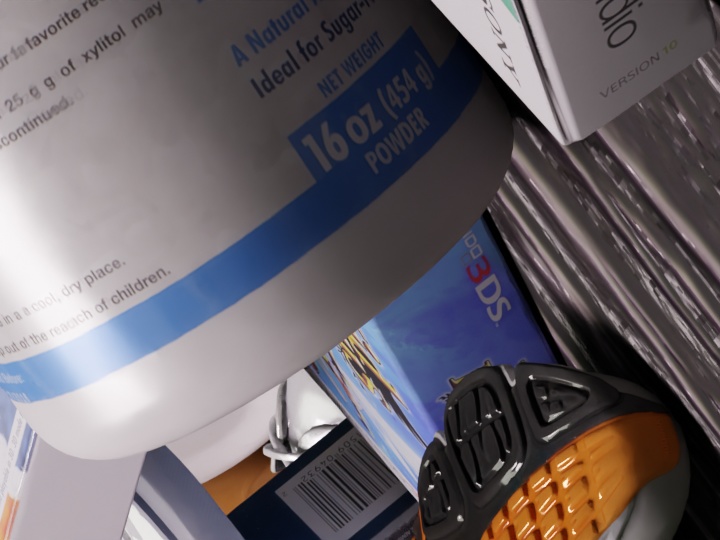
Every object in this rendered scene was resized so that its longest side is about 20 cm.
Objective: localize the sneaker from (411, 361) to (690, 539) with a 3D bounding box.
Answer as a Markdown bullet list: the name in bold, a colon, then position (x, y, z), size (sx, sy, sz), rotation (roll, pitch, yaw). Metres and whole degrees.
- **sneaker**: position (0.059, 0.082, 0.807), size (0.200, 0.091, 0.076), rotation (122, 146, -59)

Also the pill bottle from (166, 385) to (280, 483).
- **pill bottle**: position (-0.107, -0.019, 1.158), size (0.114, 0.114, 0.201), rotation (68, 179, -64)

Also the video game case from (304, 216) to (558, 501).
- **video game case**: position (0.000, 0.000, 0.898), size (0.181, 0.045, 0.200), rotation (46, 169, 46)

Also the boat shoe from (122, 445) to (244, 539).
- **boat shoe**: position (-0.050, 0.135, 0.979), size (0.200, 0.067, 0.074), rotation (53, 167, 10)

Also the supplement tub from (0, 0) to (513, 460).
- **supplement tub**: position (-0.069, -0.073, 0.648), size (0.201, 0.132, 0.132), rotation (56, 173, -14)

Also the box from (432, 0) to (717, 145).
- **box**: position (-0.024, -0.126, 0.470), size (0.200, 0.036, 0.145), rotation (49, 172, 32)

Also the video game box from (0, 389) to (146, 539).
- **video game box**: position (-0.115, -0.006, 0.907), size (0.183, 0.047, 0.201), rotation (57, 140, 42)

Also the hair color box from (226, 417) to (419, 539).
- **hair color box**: position (0.038, 0.136, 1.073), size (0.061, 0.100, 0.200), rotation (41, 166, 48)

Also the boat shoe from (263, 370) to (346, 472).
- **boat shoe**: position (0.001, 0.064, 1.104), size (0.072, 0.068, 0.200), rotation (48, 171, 43)

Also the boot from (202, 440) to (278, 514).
- **boot**: position (-0.071, 0.101, 1.216), size (0.200, 0.154, 0.077), rotation (-78, -27, -70)
